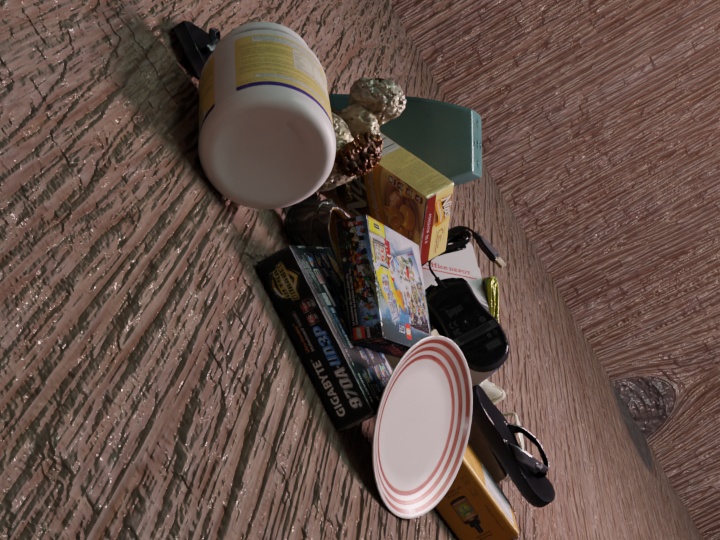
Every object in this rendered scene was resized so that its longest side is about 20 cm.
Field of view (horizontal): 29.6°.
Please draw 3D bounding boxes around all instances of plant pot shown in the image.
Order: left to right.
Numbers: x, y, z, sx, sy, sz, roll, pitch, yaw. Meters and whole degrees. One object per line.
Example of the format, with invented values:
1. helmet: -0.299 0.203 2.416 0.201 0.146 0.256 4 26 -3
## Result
1. plant pot: 0.067 -0.176 1.921 0.141 0.199 0.142 0 89 -76

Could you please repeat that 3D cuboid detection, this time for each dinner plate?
1. dinner plate: 0.063 0.168 1.478 0.200 0.024 0.201 -20 114 -54

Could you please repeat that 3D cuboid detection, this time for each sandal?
1. sandal: -0.172 -0.267 1.651 0.076 0.043 0.200 62 13 4
2. sandal: 0.191 0.217 1.659 0.200 0.043 0.076 53 15 -31

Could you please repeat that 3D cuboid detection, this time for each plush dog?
1. plush dog: -0.049 -0.144 1.648 0.172 0.199 0.161 -49 136 -68

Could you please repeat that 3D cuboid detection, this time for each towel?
1. towel: 0.148 0.059 1.936 0.200 0.018 0.086 165 -72 -69

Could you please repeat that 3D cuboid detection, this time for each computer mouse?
1. computer mouse: 0.142 0.038 1.772 0.200 0.140 0.046 51 -21 20

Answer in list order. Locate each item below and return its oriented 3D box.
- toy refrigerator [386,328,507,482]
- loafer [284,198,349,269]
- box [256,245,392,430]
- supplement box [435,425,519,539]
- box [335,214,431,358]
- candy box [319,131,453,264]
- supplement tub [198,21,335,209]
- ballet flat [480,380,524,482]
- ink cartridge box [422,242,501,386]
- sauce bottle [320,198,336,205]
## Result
1. toy refrigerator: 0.106 0.180 1.706 0.200 0.076 0.070 61 13 1
2. loafer: -0.008 -0.003 1.618 0.200 0.072 0.073 48 62 -27
3. box: -0.029 0.069 1.491 0.200 0.046 0.159 63 13 6
4. supplement box: 0.111 0.246 1.611 0.200 0.066 0.069 56 12 -23
5. box: 0.030 0.024 1.543 0.200 0.038 0.137 26 55 -69
6. candy box: 0.029 -0.108 1.769 0.200 0.055 0.116 37 -40 31
7. supplement tub: -0.105 -0.175 1.491 0.145 0.145 0.200 53 16 -32
8. ballet flat: 0.195 0.213 1.997 0.200 0.072 0.072 66 14 22
9. ink cartridge box: 0.108 0.051 1.839 0.116 0.068 0.200 12 52 -30
10. sauce bottle: 0.000 0.000 1.705 0.200 0.065 0.065 55 14 -24
